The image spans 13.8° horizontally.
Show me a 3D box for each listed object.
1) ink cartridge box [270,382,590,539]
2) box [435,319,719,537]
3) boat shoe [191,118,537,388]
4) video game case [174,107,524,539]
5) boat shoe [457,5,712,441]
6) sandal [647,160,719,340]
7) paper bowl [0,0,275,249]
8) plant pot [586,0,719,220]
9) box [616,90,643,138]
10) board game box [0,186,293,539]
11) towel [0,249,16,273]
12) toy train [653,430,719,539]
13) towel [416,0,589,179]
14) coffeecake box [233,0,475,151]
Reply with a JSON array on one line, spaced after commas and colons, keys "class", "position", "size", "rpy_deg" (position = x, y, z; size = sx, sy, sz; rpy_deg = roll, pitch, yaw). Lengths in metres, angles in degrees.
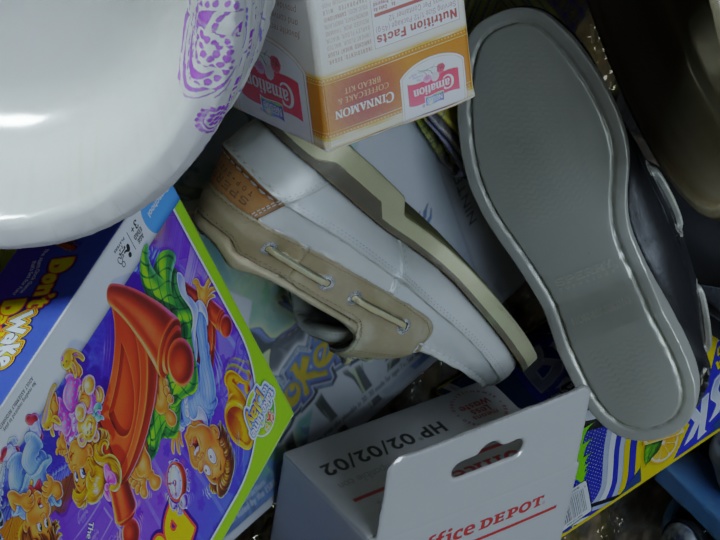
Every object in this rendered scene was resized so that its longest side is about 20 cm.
[{"class": "ink cartridge box", "position": [0.023, 0.125, 1.294], "size": [0.115, 0.068, 0.200], "rpy_deg": [-18, 134, -34]}, {"class": "box", "position": [0.136, 0.043, 1.385], "size": [0.200, 0.070, 0.064], "rpy_deg": [-30, 120, -25]}, {"class": "boat shoe", "position": [0.000, 0.000, 1.229], "size": [0.068, 0.075, 0.200], "rpy_deg": [-46, 134, 1]}, {"class": "video game case", "position": [-0.023, -0.012, 1.260], "size": [0.200, 0.022, 0.183], "rpy_deg": [-40, 126, -28]}, {"class": "boat shoe", "position": [0.101, -0.026, 1.281], "size": [0.200, 0.074, 0.060], "rpy_deg": [64, 26, -14]}, {"class": "sandal", "position": [0.174, -0.003, 1.340], "size": [0.200, 0.043, 0.076], "rpy_deg": [19, 63, -5]}, {"class": "paper bowl", "position": [-0.127, -0.117, 1.066], "size": [0.104, 0.200, 0.201], "rpy_deg": [-62, 149, -61]}, {"class": "plant pot", "position": [0.191, -0.140, 1.199], "size": [0.173, 0.200, 0.200], "rpy_deg": [-18, 119, -7]}, {"class": "box", "position": [0.223, -0.121, 1.405], "size": [0.200, 0.048, 0.159], "rpy_deg": [10, 100, -39]}, {"class": "board game box", "position": [-0.108, 0.076, 1.116], "size": [0.200, 0.045, 0.135], "rpy_deg": [-60, 136, -39]}, {"class": "towel", "position": [-0.117, 0.042, 1.229], "size": [0.200, 0.018, 0.086], "rpy_deg": [20, 90, -40]}, {"class": "toy train", "position": [0.230, 0.094, 1.452], "size": [0.200, 0.087, 0.114], "rpy_deg": [-14, 134, -37]}, {"class": "towel", "position": [0.065, -0.150, 1.275], "size": [0.200, 0.023, 0.144], "rpy_deg": [-54, 131, -19]}, {"class": "coffeecake box", "position": [-0.037, -0.165, 1.122], "size": [0.073, 0.153, 0.200], "rpy_deg": [-21, 119, -28]}]
